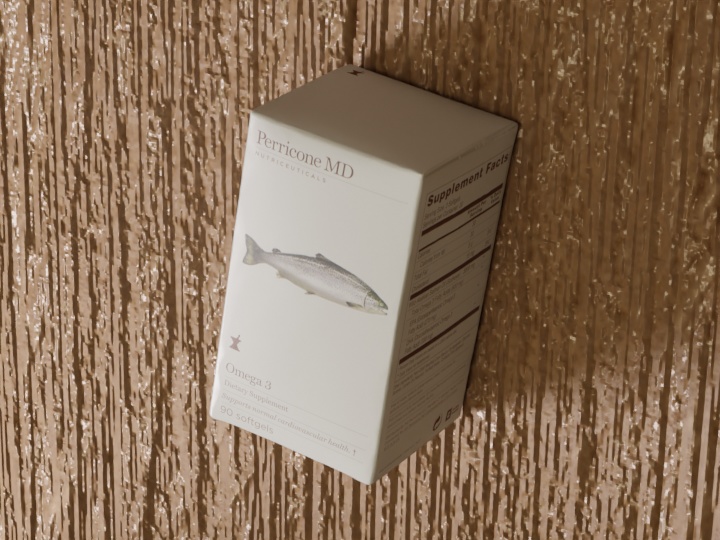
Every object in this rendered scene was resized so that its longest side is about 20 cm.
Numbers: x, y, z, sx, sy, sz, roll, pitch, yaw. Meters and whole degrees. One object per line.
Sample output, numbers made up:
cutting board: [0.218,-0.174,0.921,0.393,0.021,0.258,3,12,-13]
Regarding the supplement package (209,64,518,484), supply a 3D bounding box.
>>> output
supplement package: [0.000,0.000,1.328,0.117,0.117,0.200,21,118,24]
